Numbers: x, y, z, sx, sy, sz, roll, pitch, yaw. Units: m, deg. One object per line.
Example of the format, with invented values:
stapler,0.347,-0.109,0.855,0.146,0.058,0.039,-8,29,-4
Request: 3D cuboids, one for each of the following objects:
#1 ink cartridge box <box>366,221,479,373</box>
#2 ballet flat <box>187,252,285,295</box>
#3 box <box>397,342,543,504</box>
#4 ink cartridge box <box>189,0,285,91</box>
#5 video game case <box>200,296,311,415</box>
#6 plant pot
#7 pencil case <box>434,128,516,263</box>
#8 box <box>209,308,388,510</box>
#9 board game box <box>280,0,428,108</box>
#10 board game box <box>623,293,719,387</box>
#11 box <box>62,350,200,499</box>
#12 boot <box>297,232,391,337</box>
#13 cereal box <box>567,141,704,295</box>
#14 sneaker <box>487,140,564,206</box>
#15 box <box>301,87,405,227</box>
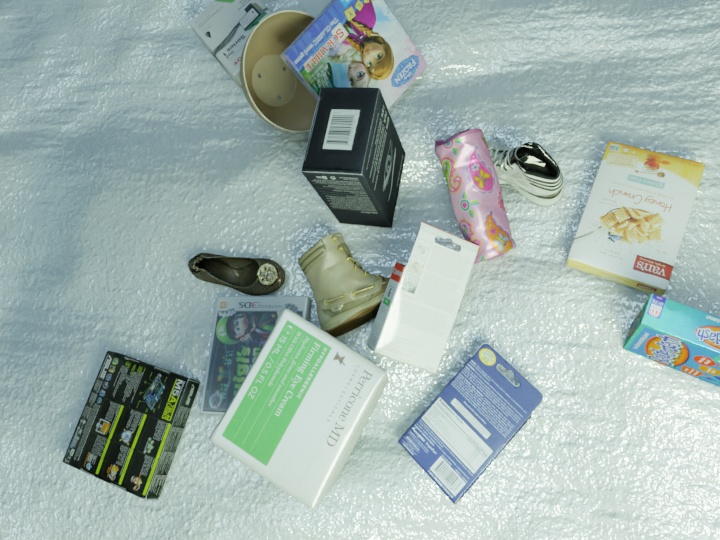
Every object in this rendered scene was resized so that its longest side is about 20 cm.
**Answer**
ink cartridge box,0.094,0.040,0.876,0.106,0.050,0.205,19,91,-16
ballet flat,-0.228,0.000,1.042,0.195,0.046,0.069,10,75,20
box,0.163,0.221,0.853,0.121,0.032,0.201,42,89,24
ink cartridge box,-0.235,-0.472,1.185,0.145,0.084,0.201,-41,64,0
video game case,-0.178,0.144,0.990,0.176,0.023,0.206,-1,72,17
plant pot,-0.140,-0.360,1.080,0.203,0.199,0.134,-56,28,-8
pencil case,0.176,-0.116,0.899,0.085,0.087,0.205,-18,94,10
box,-0.075,0.195,0.831,0.169,0.200,0.202,29,80,9
board game box,-0.007,-0.373,1.031,0.200,0.200,0.041,-47,26,-3
board game box,0.451,0.105,0.739,0.196,0.152,0.046,23,79,23
box,-0.396,0.262,1.005,0.188,0.048,0.205,12,75,18
boot,0.000,0.000,0.958,0.197,0.073,0.159,-28,68,12
cereal box,0.410,-0.081,0.869,0.141,0.040,0.204,18,78,22
sneaker,0.234,-0.184,0.925,0.197,0.115,0.077,28,81,24
box,-0.004,-0.178,0.950,0.101,0.200,0.152,6,72,18
